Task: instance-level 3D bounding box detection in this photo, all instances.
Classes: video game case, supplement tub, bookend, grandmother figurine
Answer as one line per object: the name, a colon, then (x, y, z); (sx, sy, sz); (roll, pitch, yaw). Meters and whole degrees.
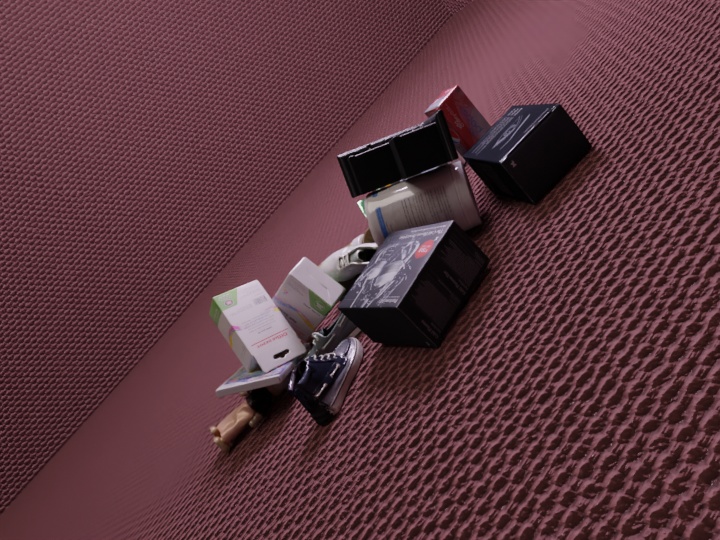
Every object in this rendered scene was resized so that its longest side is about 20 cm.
video game case: (-0.197, 0.205, 1.405); (0.142, 0.018, 0.200); (-15, 9, 16)
supplement tub: (0.119, -0.116, 1.293); (0.198, 0.133, 0.132); (-18, 24, 14)
bookend: (0.062, -0.213, 1.271); (0.199, 0.093, 0.199); (-21, 7, 1)
grandmother figurine: (-0.225, 0.283, 1.416); (0.200, 0.061, 0.121); (-43, 44, 0)

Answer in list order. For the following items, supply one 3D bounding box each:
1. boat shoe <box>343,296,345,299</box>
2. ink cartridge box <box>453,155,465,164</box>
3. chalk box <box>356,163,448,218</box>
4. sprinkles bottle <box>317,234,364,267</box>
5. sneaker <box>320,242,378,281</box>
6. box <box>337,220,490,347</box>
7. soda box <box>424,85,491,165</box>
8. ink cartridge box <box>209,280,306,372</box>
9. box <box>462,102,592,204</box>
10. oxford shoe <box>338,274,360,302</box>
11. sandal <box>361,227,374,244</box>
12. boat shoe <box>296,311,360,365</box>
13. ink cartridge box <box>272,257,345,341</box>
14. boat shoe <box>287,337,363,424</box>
boat shoe: (0.017, 0.039, 1.391); (0.200, 0.062, 0.075); (-22, 29, 56)
ink cartridge box: (0.176, -0.277, 1.718); (0.200, 0.085, 0.146); (-37, 19, 33)
chalk box: (0.092, -0.168, 1.445); (0.199, 0.124, 0.125); (-30, 50, -1)
sprinkles bottle: (-0.045, -0.014, 1.655); (0.199, 0.068, 0.068); (-33, 20, 37)
sneaker: (-0.010, -0.025, 1.420); (0.199, 0.071, 0.080); (-15, -12, 30)
box: (0.087, 0.025, 1.149); (0.183, 0.104, 0.200); (-56, 22, -21)
soda box: (0.228, -0.280, 1.391); (0.070, 0.200, 0.063); (-48, 18, -11)
ink cartridge box: (-0.216, 0.130, 1.415); (0.117, 0.200, 0.067); (-23, -25, -35)
box: (0.299, -0.218, 1.240); (0.148, 0.104, 0.200); (-44, 17, 2)
oxford shoe: (0.000, 0.000, 1.487); (0.199, 0.084, 0.073); (-32, 19, 33)
sandal: (0.045, -0.075, 1.581); (0.054, 0.080, 0.200); (-56, 6, 31)
boat shoe: (-0.067, 0.135, 1.364); (0.200, 0.062, 0.073); (-43, 18, 9)
ink cartridge box: (-0.130, 0.077, 1.479); (0.067, 0.117, 0.200); (-52, 0, -42)
boat shoe: (-0.061, 0.171, 1.209); (0.074, 0.093, 0.201); (-34, 20, 33)
